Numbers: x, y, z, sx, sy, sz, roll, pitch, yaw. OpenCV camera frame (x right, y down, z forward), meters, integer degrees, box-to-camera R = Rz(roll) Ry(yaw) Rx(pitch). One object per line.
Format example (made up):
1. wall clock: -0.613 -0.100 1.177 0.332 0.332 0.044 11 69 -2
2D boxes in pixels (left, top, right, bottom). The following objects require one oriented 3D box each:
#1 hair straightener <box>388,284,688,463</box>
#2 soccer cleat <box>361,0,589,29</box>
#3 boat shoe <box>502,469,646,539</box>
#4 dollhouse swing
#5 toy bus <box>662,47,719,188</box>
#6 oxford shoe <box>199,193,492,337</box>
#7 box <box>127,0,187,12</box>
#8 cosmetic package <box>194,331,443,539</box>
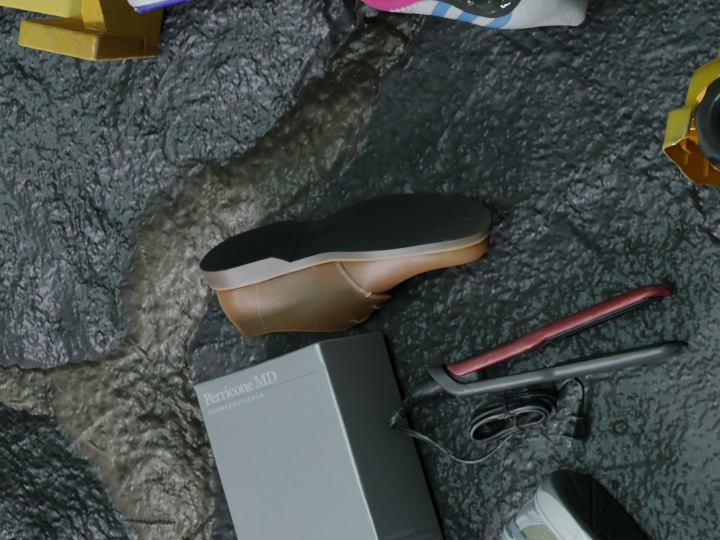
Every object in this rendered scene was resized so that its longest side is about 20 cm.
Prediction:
1. hair straightener: 0.109 0.074 1.650 0.200 0.041 0.077 -21 83 20
2. soccer cleat: 0.059 -0.182 1.660 0.200 0.086 0.070 24 99 49
3. boat shoe: 0.161 0.214 1.620 0.065 0.074 0.202 -48 67 28
4. dollhouse swing: -0.213 -0.251 1.751 0.175 0.182 0.201 11 98 12
5. toy bus: 0.281 -0.133 1.513 0.199 0.136 0.193 -2 78 31
6. oxford shoe: 0.000 0.000 1.708 0.199 0.071 0.071 -11 115 28
7. box: -0.044 -0.253 1.621 0.183 0.200 0.105 -11 112 28
8. cosmetic package: -0.019 0.147 1.702 0.107 0.090 0.201 -22 85 30
